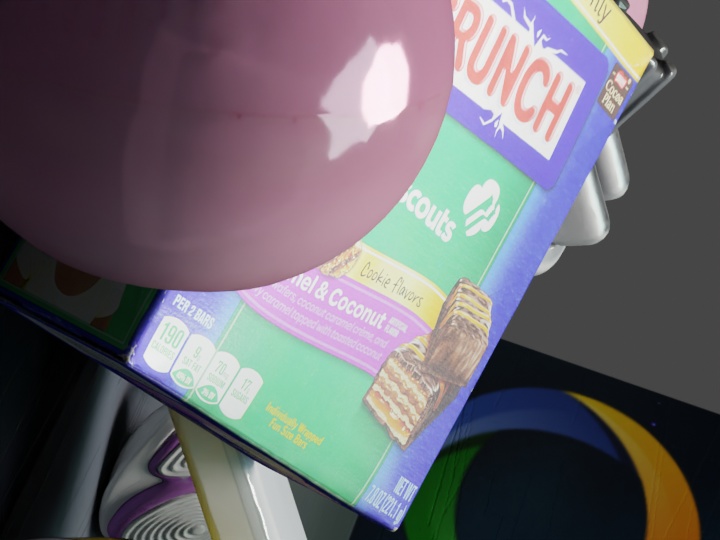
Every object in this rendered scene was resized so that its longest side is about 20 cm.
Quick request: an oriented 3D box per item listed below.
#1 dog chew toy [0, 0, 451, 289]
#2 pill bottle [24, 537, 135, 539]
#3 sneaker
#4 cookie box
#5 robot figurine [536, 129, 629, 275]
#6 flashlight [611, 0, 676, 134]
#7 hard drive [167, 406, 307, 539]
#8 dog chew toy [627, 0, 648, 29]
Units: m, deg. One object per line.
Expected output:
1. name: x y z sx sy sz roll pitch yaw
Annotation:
1. dog chew toy: -0.033 -0.101 0.502 0.125 0.124 0.201 -58 158 -69
2. pill bottle: -0.098 0.154 0.808 0.200 0.111 0.113 63 46 -83
3. sneaker: -0.089 0.104 1.082 0.200 0.074 0.100 101 -10 -56
4. cookie box: -0.004 -0.037 0.741 0.171 0.075 0.201 38 78 -51
5. robot figurine: 0.039 -0.052 1.179 0.170 0.199 0.113 -56 137 -48
6. flashlight: 0.038 -0.032 0.887 0.200 0.068 0.068 -41 -158 18
7. hard drive: -0.047 0.083 0.874 0.132 0.027 0.201 -102 175 -76
8. dog chew toy: 0.038 -0.114 1.070 0.199 0.125 0.125 -30 170 -4
